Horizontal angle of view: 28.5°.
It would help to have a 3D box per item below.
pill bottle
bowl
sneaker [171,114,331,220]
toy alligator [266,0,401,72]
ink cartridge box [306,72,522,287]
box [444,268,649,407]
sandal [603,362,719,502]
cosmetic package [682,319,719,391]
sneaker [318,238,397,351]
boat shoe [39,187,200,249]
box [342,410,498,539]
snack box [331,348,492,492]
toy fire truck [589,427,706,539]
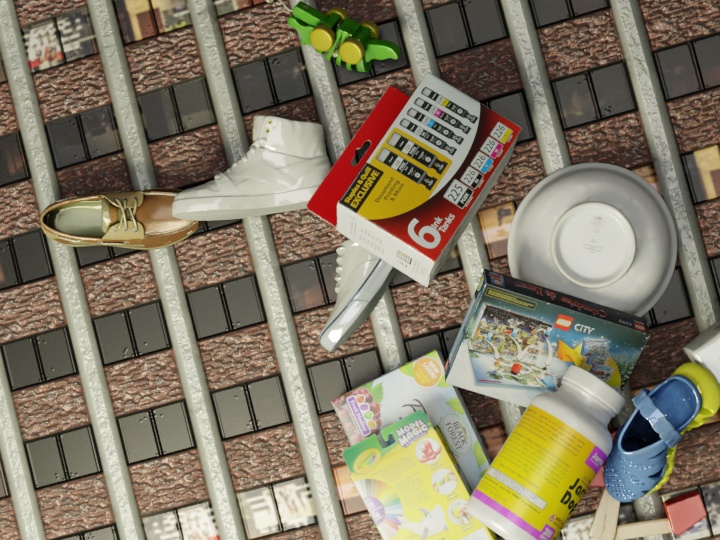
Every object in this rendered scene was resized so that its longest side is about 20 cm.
[{"bbox_3d":[0.209,0.208,1.563,0.104,0.104,0.201,33,84,7],"label":"pill bottle"},{"bbox_3d":[0.268,-0.027,1.635,0.199,0.090,0.203,0,89,8],"label":"bowl"},{"bbox_3d":[-0.134,-0.125,1.698,0.198,0.074,0.117,-9,85,-10],"label":"sneaker"},{"bbox_3d":[-0.046,-0.284,1.706,0.199,0.059,0.055,25,133,8],"label":"toy alligator"},{"bbox_3d":[0.059,-0.116,1.636,0.175,0.084,0.201,31,70,8],"label":"ink cartridge box"},{"bbox_3d":[0.210,0.092,1.616,0.198,0.038,0.138,17,116,-7],"label":"box"},{"bbox_3d":[0.308,0.181,1.540,0.080,0.087,0.201,49,138,30],"label":"sandal"},{"bbox_3d":[0.483,0.120,1.562,0.164,0.165,0.201,-36,84,6],"label":"cosmetic package"},{"bbox_3d":[0.000,0.000,1.686,0.070,0.073,0.201,32,83,9],"label":"sneaker"},{"bbox_3d":[-0.294,-0.061,1.722,0.198,0.074,0.076,-6,88,6],"label":"boat shoe"},{"bbox_3d":[0.071,0.270,1.626,0.117,0.048,0.201,-28,91,7],"label":"box"},{"bbox_3d":[0.072,0.213,1.675,0.141,0.053,0.201,-26,87,6],"label":"snack box"},{"bbox_3d":[0.284,0.261,1.646,0.199,0.049,0.142,-24,85,7],"label":"toy fire truck"}]
